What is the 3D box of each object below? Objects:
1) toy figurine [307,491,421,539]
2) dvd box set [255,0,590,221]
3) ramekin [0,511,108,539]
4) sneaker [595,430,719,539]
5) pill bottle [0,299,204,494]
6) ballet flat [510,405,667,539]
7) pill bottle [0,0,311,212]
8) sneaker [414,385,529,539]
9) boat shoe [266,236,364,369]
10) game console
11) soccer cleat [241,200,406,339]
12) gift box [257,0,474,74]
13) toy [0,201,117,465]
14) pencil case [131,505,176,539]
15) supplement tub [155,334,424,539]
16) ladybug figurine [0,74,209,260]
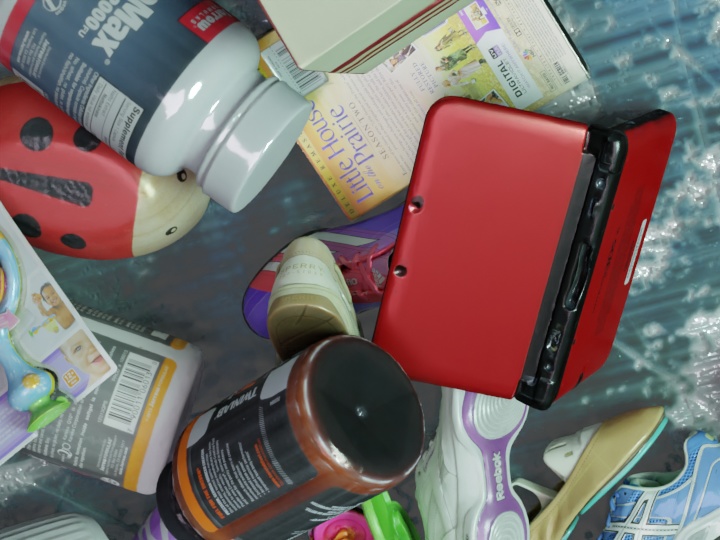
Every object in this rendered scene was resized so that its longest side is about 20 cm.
[{"bbox_3d":[-0.044,0.252,1.260,0.183,0.150,0.201,-21,119,8],"label":"toy figurine"},{"bbox_3d":[0.037,-0.144,1.181,0.199,0.029,0.147,-31,103,16],"label":"dvd box set"},{"bbox_3d":[-0.222,0.278,1.285,0.105,0.200,0.201,-22,109,-19],"label":"ramekin"},{"bbox_3d":[0.207,0.196,1.274,0.200,0.076,0.077,-39,84,16],"label":"sneaker"},{"bbox_3d":[-0.222,0.079,1.252,0.199,0.116,0.117,19,112,0],"label":"pill bottle"},{"bbox_3d":[0.146,0.164,1.267,0.063,0.069,0.200,38,110,7],"label":"ballet flat"},{"bbox_3d":[-0.136,-0.134,1.139,0.200,0.120,0.120,37,111,4],"label":"pill bottle"},{"bbox_3d":[0.071,0.130,1.254,0.075,0.099,0.202,0,92,-38],"label":"sneaker"},{"bbox_3d":[-0.028,0.052,1.192,0.072,0.065,0.200,-1,147,6],"label":"boat shoe"},{"bbox_3d":[0.113,-0.021,1.169,0.118,0.172,0.201,24,114,23],"label":"game console"},{"bbox_3d":[0.000,0.000,1.217,0.199,0.073,0.069,-24,106,14],"label":"soccer cleat"},{"bbox_3d":[0.019,-0.229,1.044,0.186,0.200,0.185,-32,92,14],"label":"gift box"},{"bbox_3d":[-0.270,0.023,1.170,0.115,0.047,0.200,-38,86,12],"label":"toy"},{"bbox_3d":[-0.105,0.184,1.292,0.084,0.086,0.200,19,119,-37],"label":"pencil case"},{"bbox_3d":[-0.056,0.125,1.149,0.107,0.107,0.200,48,132,-11],"label":"supplement tub"},{"bbox_3d":[-0.207,-0.069,1.217,0.199,0.072,0.137,10,112,3],"label":"ladybug figurine"}]
